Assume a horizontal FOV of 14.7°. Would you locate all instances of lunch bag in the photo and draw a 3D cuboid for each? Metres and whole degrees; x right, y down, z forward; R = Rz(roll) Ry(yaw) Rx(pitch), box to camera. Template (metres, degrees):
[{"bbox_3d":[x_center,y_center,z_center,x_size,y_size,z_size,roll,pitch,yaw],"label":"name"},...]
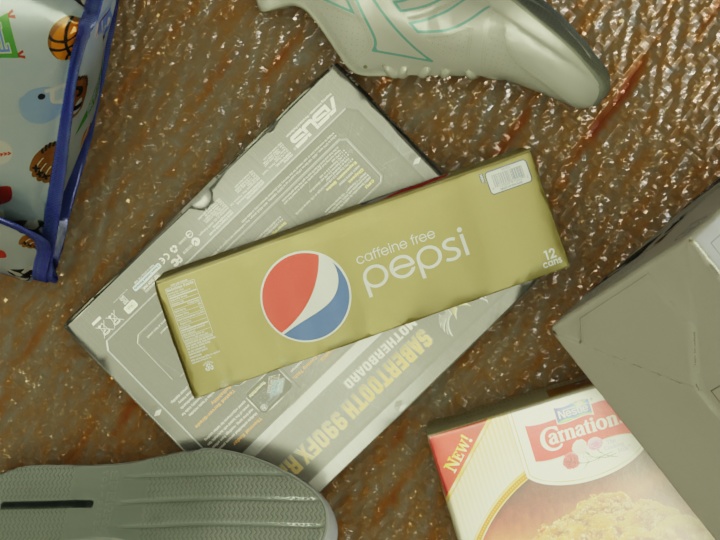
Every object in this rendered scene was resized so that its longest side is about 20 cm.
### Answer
[{"bbox_3d":[-0.217,-0.090,1.410,0.170,0.124,0.200,17,128,-1],"label":"lunch bag"}]

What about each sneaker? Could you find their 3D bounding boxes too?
[{"bbox_3d":[-0.099,0.135,1.436,0.200,0.071,0.073,3,61,23],"label":"sneaker"},{"bbox_3d":[0.035,-0.130,1.449,0.200,0.070,0.080,30,102,5],"label":"sneaker"}]

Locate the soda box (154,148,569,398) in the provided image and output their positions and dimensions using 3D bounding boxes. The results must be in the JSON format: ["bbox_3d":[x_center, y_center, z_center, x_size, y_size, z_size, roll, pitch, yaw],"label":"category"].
[{"bbox_3d":[0.000,0.000,1.400,0.200,0.068,0.064,-19,93,0],"label":"soda box"}]

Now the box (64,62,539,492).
[{"bbox_3d":[-0.030,0.015,1.459,0.200,0.048,0.158,-45,93,2],"label":"box"}]

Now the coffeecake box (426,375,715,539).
[{"bbox_3d":[0.135,0.155,1.452,0.153,0.073,0.200,-17,92,2],"label":"coffeecake box"}]

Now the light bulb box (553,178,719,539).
[{"bbox_3d":[0.240,0.033,1.367,0.198,0.125,0.200,52,53,-2],"label":"light bulb box"}]
